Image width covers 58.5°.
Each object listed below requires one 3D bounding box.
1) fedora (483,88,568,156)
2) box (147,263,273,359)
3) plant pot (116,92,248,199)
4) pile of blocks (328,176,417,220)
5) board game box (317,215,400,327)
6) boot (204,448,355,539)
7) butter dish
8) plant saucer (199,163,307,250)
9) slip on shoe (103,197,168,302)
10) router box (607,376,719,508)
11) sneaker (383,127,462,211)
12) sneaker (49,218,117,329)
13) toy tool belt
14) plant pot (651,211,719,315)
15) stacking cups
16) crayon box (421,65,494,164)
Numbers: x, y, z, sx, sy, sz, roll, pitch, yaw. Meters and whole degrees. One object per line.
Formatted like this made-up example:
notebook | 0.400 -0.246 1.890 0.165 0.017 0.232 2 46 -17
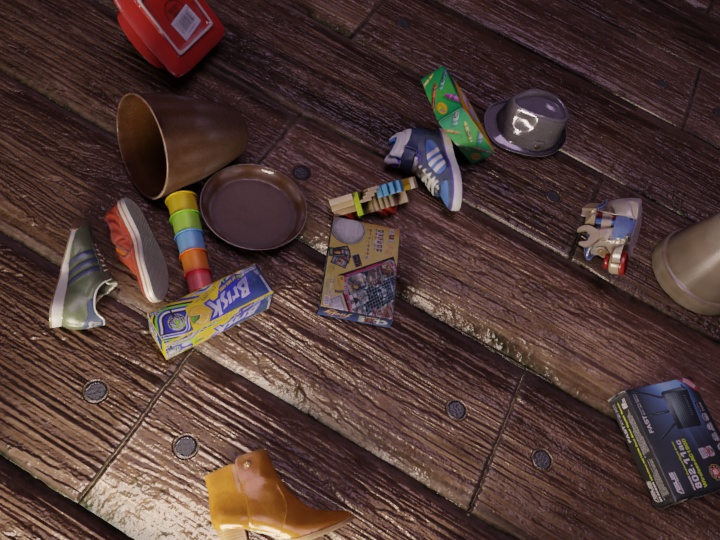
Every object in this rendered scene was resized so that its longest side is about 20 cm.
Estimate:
fedora | 0.392 -0.351 1.470 0.199 0.090 0.177 11 57 -7
box | -0.247 0.067 1.072 0.200 0.070 0.064 -28 71 -26
plant pot | -0.317 -0.245 1.198 0.200 0.187 0.187 -21 66 -40
pile of blocks | 0.034 -0.132 1.257 0.199 0.082 0.062 -19 95 -20
board game box | 0.000 0.000 1.195 0.135 0.035 0.201 11 57 -7
boot | -0.120 0.330 0.942 0.200 0.071 0.144 -12 66 -14
butter dish | -0.422 -0.514 1.346 0.200 0.147 0.200 52 49 -29
plant saucer | -0.201 -0.115 1.212 0.199 0.032 0.201 8 57 -13
slip on shoe | -0.386 -0.029 1.107 0.061 0.074 0.200 -31 73 9
router box | 0.552 0.298 1.133 0.149 0.062 0.201 -8 62 -17
sneaker | 0.123 -0.206 1.333 0.146 0.081 0.201 -7 67 -4
sneaker | -0.448 0.009 1.066 0.090 0.067 0.201 9 58 -17
toy tool belt | 0.502 -0.071 1.329 0.123 0.125 0.200 10 48 30
plant pot | 0.737 -0.033 1.315 0.199 0.174 0.201 7 58 -11
stacking cups | -0.295 -0.045 1.137 0.060 0.061 0.201 -12 65 -20
crayon box | 0.207 -0.322 1.354 0.058 0.200 0.119 -27 62 19
